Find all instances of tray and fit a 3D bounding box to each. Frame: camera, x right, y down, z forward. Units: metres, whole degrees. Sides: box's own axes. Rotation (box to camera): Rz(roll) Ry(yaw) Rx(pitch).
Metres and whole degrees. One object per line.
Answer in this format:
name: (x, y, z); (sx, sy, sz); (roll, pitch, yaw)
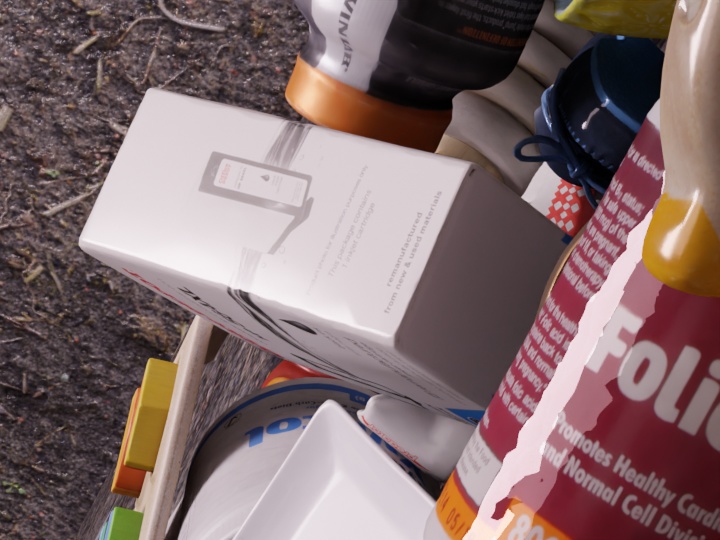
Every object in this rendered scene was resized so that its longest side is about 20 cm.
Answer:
tray: (-0.038, 0.159, 0.928); (0.200, 0.022, 0.107); (-56, 36, 6)

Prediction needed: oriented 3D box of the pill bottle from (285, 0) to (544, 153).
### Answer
pill bottle: (0.036, -0.149, 0.963); (0.106, 0.106, 0.200); (-90, 23, -74)

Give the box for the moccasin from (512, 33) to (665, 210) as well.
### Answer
moccasin: (0.117, -0.062, 1.043); (0.068, 0.080, 0.200); (-46, -1, 15)

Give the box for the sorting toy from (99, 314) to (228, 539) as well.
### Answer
sorting toy: (-0.110, 0.115, 1.142); (0.185, 0.036, 0.200); (127, 160, -75)

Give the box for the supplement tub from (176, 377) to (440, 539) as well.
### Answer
supplement tub: (-0.022, 0.137, 1.075); (0.132, 0.132, 0.200); (-62, 8, 11)

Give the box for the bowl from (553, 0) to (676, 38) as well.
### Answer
bowl: (0.165, -0.171, 0.907); (0.200, 0.108, 0.200); (-157, 90, -86)

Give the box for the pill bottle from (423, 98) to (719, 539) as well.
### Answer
pill bottle: (0.110, 0.018, 0.636); (0.200, 0.114, 0.114); (-63, 7, 11)

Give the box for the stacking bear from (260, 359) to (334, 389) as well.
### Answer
stacking bear: (-0.005, 0.026, 1.440); (0.114, 0.121, 0.200); (2, -71, -53)

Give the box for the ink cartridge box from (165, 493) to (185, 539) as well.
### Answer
ink cartridge box: (-0.064, 0.185, 1.246); (0.200, 0.115, 0.068); (-58, 10, 38)

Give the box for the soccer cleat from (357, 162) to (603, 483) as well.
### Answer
soccer cleat: (0.061, 0.011, 1.106); (0.200, 0.085, 0.069); (-68, 9, -30)

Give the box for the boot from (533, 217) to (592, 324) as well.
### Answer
boot: (0.122, 0.000, 0.817); (0.200, 0.074, 0.075); (-61, 17, 0)

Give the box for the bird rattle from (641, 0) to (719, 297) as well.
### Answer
bird rattle: (0.145, -0.041, 0.489); (0.200, 0.163, 0.113); (-71, 24, 14)

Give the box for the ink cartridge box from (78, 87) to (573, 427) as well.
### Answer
ink cartridge box: (0.000, 0.000, 0.988); (0.200, 0.146, 0.084); (16, 78, 44)

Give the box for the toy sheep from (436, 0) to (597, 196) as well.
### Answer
toy sheep: (0.077, -0.103, 1.232); (0.200, 0.138, 0.138); (-61, 6, -18)
